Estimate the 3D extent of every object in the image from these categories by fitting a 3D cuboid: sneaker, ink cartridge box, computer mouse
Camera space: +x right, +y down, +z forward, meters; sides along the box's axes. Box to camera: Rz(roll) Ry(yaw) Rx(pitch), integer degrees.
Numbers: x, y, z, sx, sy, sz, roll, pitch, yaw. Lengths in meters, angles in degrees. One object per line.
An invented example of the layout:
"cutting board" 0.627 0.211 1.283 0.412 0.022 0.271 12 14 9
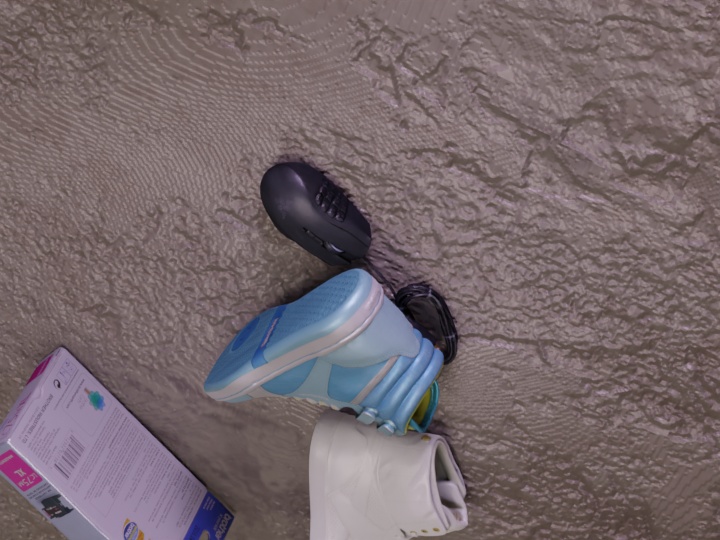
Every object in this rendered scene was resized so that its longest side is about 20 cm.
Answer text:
"sneaker" 0.025 0.203 1.862 0.116 0.074 0.200 9 127 17
"sneaker" -0.020 0.084 1.778 0.131 0.080 0.200 42 143 -18
"ink cartridge box" -0.193 0.168 1.885 0.200 0.119 0.042 44 126 -15
"computer mouse" 0.000 0.000 1.745 0.059 0.034 0.200 -34 109 35
